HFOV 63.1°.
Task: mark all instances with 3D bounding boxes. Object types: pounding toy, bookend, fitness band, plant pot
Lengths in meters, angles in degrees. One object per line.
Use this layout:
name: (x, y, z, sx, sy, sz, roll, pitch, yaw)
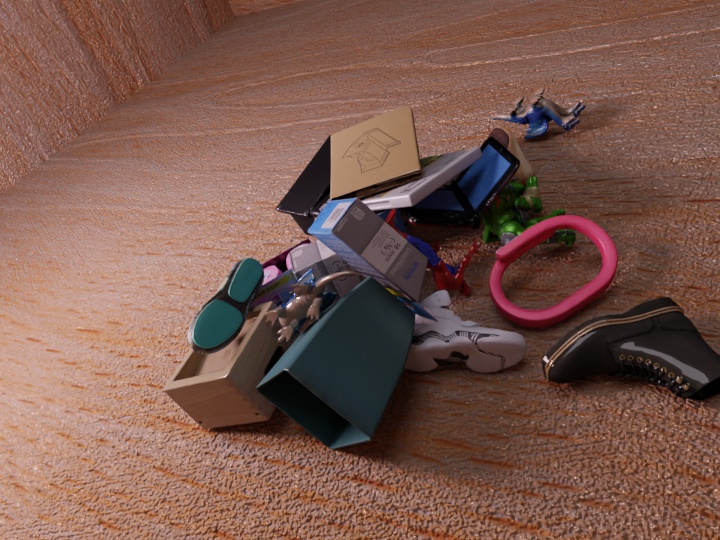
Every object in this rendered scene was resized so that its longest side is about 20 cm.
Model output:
pounding toy: (-0.167, 0.149, 0.949, 0.183, 0.143, 0.201, -17, 32, 35)
bookend: (-0.036, -0.127, 1.170, 0.092, 0.199, 0.201, 14, 62, 40)
fitness band: (0.290, 0.001, 0.891, 0.199, 0.037, 0.144, -33, 61, -3)
plant pot: (-0.018, 0.118, 0.821, 0.200, 0.141, 0.141, -55, 8, -31)

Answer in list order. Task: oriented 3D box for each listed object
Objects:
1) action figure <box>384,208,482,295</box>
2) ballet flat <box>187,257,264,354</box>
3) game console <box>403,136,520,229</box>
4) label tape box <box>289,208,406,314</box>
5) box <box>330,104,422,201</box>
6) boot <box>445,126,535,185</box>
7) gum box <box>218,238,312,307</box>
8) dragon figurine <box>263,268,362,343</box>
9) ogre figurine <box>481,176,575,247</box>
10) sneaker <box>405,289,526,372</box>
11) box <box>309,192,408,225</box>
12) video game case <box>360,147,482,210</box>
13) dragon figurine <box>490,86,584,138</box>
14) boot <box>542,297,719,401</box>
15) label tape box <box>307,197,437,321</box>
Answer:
action figure: (0.118, -0.040, 0.952, 0.065, 0.200, 0.099, -19, 36, 56)
ballet flat: (-0.211, 0.065, 0.924, 0.074, 0.075, 0.201, -2, 37, 28)
game console: (0.161, -0.162, 1.024, 0.171, 0.120, 0.200, 2, 24, -4)
label tape box: (0.000, 0.000, 0.992, 0.199, 0.145, 0.063, -24, 36, 1)
box: (0.022, -0.206, 1.035, 0.162, 0.021, 0.201, -17, 44, 15)
boot: (0.243, -0.213, 1.191, 0.165, 0.073, 0.201, -19, 40, 5)
gum box: (-0.148, 0.045, 1.061, 0.199, 0.114, 0.066, -30, 36, -7)
dragon figurine: (-0.074, 0.040, 0.837, 0.200, 0.059, 0.099, -44, 2, 23)
ogre figurine: (0.272, -0.094, 1.016, 0.119, 0.098, 0.201, -14, 58, -12)
sneaker: (0.148, 0.086, 0.872, 0.198, 0.075, 0.115, -7, 42, 27)
box: (0.008, -0.106, 1.120, 0.044, 0.161, 0.200, 16, 53, 41)
video game case: (0.085, -0.155, 1.020, 0.200, 0.023, 0.181, -37, 23, -34)
dragon figurine: (0.371, -0.323, 1.253, 0.199, 0.100, 0.059, -15, 35, 46)
boot: (0.343, 0.120, 0.725, 0.199, 0.078, 0.139, -26, 41, 0)
label tape box: (0.030, -0.018, 0.855, 0.063, 0.200, 0.144, -53, 17, -7)
